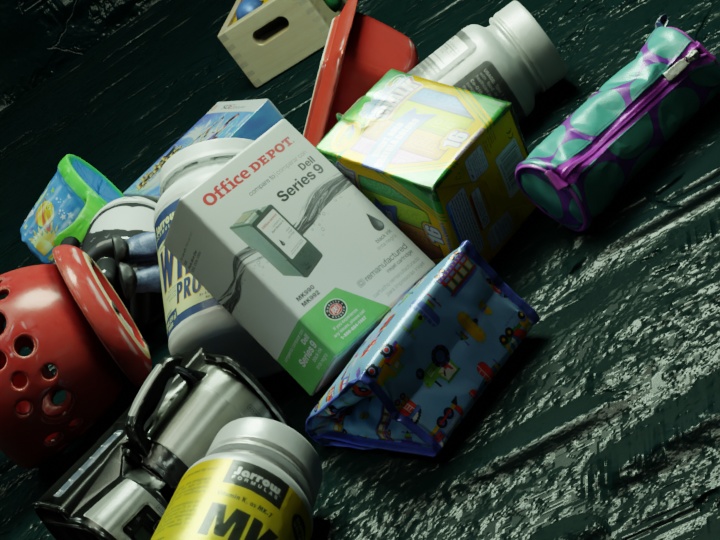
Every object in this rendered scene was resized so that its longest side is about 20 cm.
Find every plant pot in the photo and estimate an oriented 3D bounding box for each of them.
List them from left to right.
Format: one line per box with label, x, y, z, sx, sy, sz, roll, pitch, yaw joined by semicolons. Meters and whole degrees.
plant pot;-0.338;0.084;1.787;0.181;0.202;0.200;-33;21;-4

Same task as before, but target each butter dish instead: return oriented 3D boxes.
butter dish;0.018;-0.182;1.827;0.200;0.146;0.202;-81;6;-59

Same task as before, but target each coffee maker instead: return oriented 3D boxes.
coffee maker;-0.176;0.183;1.451;0.200;0.135;0.192;-47;-1;-24

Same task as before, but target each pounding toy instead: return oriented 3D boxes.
pounding toy;-0.103;-0.416;2.474;0.199;0.143;0.185;-28;24;26

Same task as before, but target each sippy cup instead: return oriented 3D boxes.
sippy cup;-0.402;-0.069;2.301;0.130;0.140;0.178;-47;-18;7

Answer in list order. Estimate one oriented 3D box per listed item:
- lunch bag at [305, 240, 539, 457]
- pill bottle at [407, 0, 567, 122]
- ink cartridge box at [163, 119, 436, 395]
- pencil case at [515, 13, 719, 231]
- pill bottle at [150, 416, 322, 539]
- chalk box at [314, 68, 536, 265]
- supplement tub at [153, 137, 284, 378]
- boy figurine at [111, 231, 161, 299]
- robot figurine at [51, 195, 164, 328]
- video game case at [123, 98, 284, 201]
lunch bag;0.031;0.075;1.371;0.151;0.094;0.200;-50;13;-23
pill bottle;0.108;-0.180;1.700;0.199;0.113;0.113;-37;21;3
ink cartridge box;-0.056;-0.014;1.473;0.146;0.200;0.084;-41;-11;-33
pencil case;0.228;-0.126;1.437;0.200;0.085;0.092;-45;-7;-13
pill bottle;-0.101;0.213;1.251;0.114;0.115;0.201;-24;26;32
chalk box;0.047;-0.094;1.528;0.199;0.125;0.124;20;58;41
supplement tub;-0.123;-0.010;1.585;0.144;0.144;0.202;-26;60;28
boy figurine;-0.176;-0.018;1.853;0.197;0.126;0.064;-11;-14;-10
robot figurine;-0.275;-0.011;1.963;0.125;0.150;0.201;-45;19;18
video game case;-0.218;-0.156;2.276;0.200;0.046;0.181;-46;21;-18
